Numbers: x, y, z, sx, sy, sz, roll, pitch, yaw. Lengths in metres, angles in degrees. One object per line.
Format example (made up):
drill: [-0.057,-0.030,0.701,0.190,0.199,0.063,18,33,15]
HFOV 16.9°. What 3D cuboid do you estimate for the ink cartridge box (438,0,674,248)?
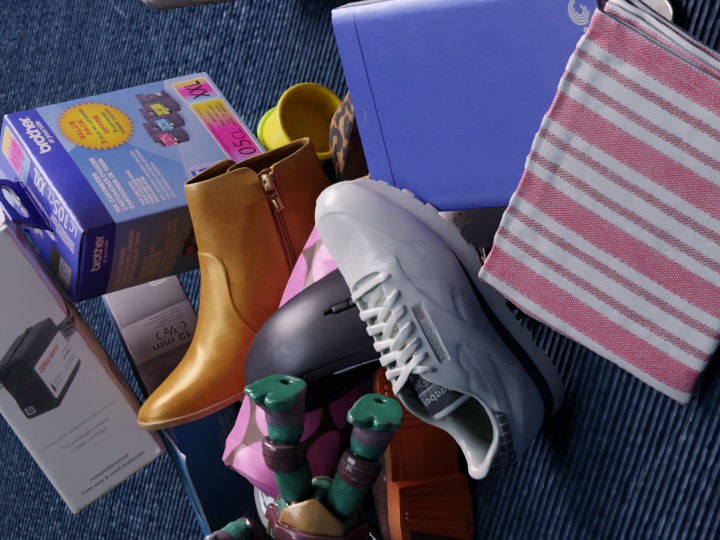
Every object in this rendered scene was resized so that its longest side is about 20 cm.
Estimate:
ink cartridge box: [0.105,-0.122,1.478,0.200,0.067,0.117,-61,38,38]

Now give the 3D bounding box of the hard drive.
hard drive: [0.076,-0.103,1.416,0.200,0.025,0.132,-4,105,43]

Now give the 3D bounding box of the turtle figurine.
turtle figurine: [-0.033,0.171,1.535,0.101,0.149,0.200,-104,20,-71]

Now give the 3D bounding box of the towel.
towel: [0.160,-0.037,1.336,0.146,0.030,0.200,34,123,17]

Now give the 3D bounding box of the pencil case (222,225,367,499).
pencil case: [-0.020,0.060,1.630,0.091,0.094,0.200,16,83,60]

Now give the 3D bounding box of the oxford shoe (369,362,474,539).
oxford shoe: [0.029,0.100,1.596,0.073,0.071,0.200,167,104,-65]

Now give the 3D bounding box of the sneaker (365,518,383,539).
sneaker: [-0.033,0.234,1.626,0.087,0.074,0.200,-47,7,38]

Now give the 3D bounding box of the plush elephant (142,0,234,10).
plush elephant: [-0.058,-0.274,1.721,0.200,0.165,0.155,-3,99,34]

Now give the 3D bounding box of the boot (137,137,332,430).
boot: [-0.095,0.006,1.666,0.144,0.201,0.071,64,162,-19]

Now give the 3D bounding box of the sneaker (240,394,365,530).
sneaker: [-0.033,0.087,1.727,0.115,0.075,0.200,-32,66,49]

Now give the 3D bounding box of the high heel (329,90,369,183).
high heel: [0.025,-0.111,1.613,0.200,0.071,0.143,-154,76,-79]

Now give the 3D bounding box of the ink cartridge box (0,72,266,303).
ink cartridge box: [-0.173,-0.059,1.747,0.136,0.200,0.076,51,145,34]

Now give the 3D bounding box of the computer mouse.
computer mouse: [0.000,0.000,1.557,0.200,0.046,0.141,-25,61,12]

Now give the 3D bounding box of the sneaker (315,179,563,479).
sneaker: [0.038,0.032,1.465,0.200,0.080,0.076,48,143,-3]

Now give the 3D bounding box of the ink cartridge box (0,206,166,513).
ink cartridge box: [-0.235,0.059,1.747,0.200,0.084,0.145,56,177,-13]

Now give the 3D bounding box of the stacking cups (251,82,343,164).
stacking cups: [-0.070,-0.076,1.831,0.200,0.060,0.061,138,129,-60]

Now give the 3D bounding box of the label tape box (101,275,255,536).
label tape box: [-0.122,0.110,1.821,0.200,0.066,0.143,-122,10,-46]
